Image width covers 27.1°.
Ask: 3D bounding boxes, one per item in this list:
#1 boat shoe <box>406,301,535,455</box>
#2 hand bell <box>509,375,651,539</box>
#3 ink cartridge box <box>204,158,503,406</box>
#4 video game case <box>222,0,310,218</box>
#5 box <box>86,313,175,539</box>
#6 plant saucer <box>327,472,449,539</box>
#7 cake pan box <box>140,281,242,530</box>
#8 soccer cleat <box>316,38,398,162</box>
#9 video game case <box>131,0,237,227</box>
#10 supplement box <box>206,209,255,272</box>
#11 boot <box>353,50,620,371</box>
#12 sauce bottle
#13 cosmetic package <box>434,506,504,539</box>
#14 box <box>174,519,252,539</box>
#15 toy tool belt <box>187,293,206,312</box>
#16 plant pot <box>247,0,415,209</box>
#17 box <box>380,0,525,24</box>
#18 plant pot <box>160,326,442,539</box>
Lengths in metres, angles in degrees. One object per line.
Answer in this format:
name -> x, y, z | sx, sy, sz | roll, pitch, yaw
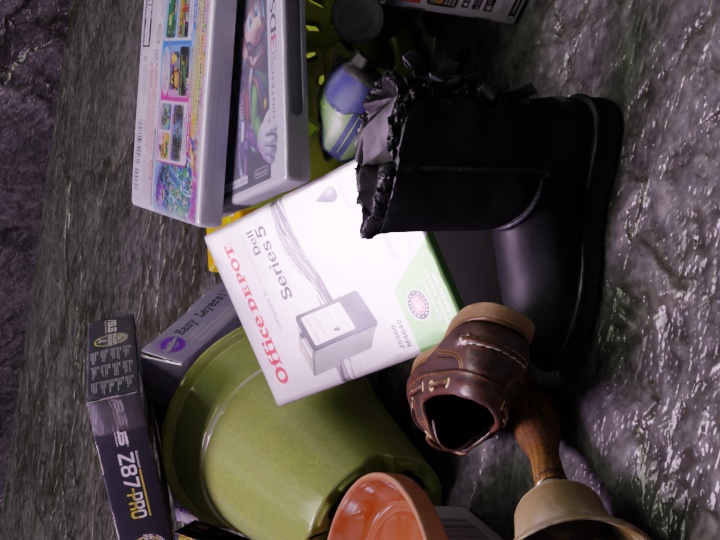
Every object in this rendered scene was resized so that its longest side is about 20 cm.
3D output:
boat shoe -> 0.065, 0.086, 0.995 | 0.200, 0.070, 0.070 | 101, -174, -67
hand bell -> 0.119, 0.132, 0.946 | 0.200, 0.104, 0.104 | -98, 21, -59
ink cartridge box -> 0.000, 0.000, 1.092 | 0.200, 0.084, 0.146 | -24, 89, 40
video game case -> -0.090, -0.139, 1.127 | 0.200, 0.023, 0.182 | -15, 75, 63
box -> -0.196, 0.144, 1.268 | 0.200, 0.049, 0.162 | -122, 20, -71
plant saucer -> 0.022, 0.240, 1.023 | 0.200, 0.032, 0.201 | -175, 90, -67
cake pan box -> -0.111, 0.105, 1.332 | 0.052, 0.200, 0.185 | 9, 122, 29
soccer cleat -> -0.010, -0.124, 1.121 | 0.084, 0.065, 0.200 | -58, 8, 8
video game case -> -0.141, -0.142, 1.181 | 0.182, 0.024, 0.201 | -162, 76, -64
supplement box -> -0.089, -0.105, 1.479 | 0.110, 0.109, 0.200 | 129, 140, -56
boot -> 0.075, -0.034, 0.957 | 0.073, 0.162, 0.199 | -148, 63, -64
sauce bottle -> 0.017, -0.215, 1.174 | 0.200, 0.065, 0.065 | -63, -13, -67
cosmetic package -> 0.051, 0.281, 1.079 | 0.101, 0.071, 0.201 | -152, 68, -67
box -> -0.074, 0.308, 1.264 | 0.038, 0.200, 0.137 | -20, -57, -64
toy tool belt -> -0.128, 0.071, 1.526 | 0.123, 0.125, 0.200 | -60, 30, 32
plant pot -> -0.063, -0.179, 1.324 | 0.199, 0.181, 0.200 | -106, 29, -45
box -> 0.093, -0.265, 1.033 | 0.200, 0.110, 0.035 | 116, 151, -43
plant pot -> -0.034, 0.163, 1.201 | 0.190, 0.200, 0.201 | 35, 119, 54
